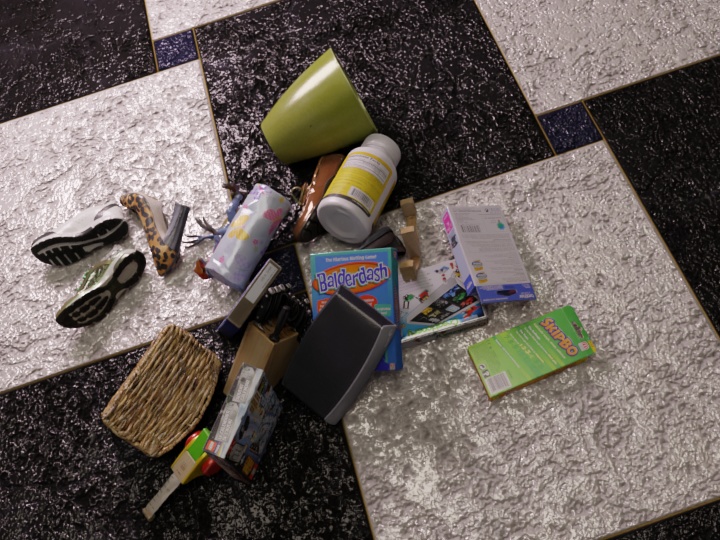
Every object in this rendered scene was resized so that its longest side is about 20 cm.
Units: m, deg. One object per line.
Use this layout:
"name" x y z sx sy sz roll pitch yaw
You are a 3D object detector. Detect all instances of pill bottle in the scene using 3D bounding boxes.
"pill bottle" 0.005 -0.161 1.315 0.109 0.112 0.202 18 58 17

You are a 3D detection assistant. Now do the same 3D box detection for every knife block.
"knife block" -0.162 0.124 1.159 0.064 0.177 0.200 35 72 23

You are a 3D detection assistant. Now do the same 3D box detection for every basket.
"basket" -0.338 0.213 1.204 0.142 0.149 0.202 37 69 -11

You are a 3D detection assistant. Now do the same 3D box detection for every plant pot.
"plant pot" -0.093 -0.305 1.387 0.197 0.187 0.190 -31 61 8

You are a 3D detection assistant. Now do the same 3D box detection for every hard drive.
"hard drive" -0.042 0.141 1.145 0.134 0.042 0.202 35 100 15

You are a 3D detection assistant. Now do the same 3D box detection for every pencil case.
"pencil case" -0.206 -0.061 1.293 0.082 0.091 0.203 23 79 29

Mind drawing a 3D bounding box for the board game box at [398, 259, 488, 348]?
"board game box" 0.115 0.060 1.232 0.195 0.035 0.129 -15 61 0

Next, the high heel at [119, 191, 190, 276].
"high heel" -0.430 -0.076 1.375 0.196 0.071 0.146 15 87 31

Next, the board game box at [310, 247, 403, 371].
"board game box" -0.007 0.069 1.182 0.148 0.045 0.206 -5 86 18

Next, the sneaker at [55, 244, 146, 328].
"sneaker" -0.506 0.027 1.330 0.088 0.078 0.200 29 64 35

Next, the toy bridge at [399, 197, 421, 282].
"toy bridge" 0.093 -0.050 1.269 0.027 0.068 0.202 -11 40 14

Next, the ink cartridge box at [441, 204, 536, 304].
"ink cartridge box" 0.227 -0.025 1.235 0.116 0.042 0.204 -3 57 -22

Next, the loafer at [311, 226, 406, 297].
"loafer" 0.000 0.000 1.263 0.199 0.072 0.063 -41 68 -16

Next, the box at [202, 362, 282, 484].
"box" -0.178 0.245 1.084 0.039 0.201 0.139 17 65 11

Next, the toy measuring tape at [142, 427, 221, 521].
"toy measuring tape" -0.279 0.332 1.146 0.073 0.073 0.201 41 97 25

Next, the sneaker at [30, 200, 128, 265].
"sneaker" -0.562 -0.076 1.391 0.196 0.075 0.081 -20 47 -8

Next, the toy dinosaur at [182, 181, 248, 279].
"toy dinosaur" -0.253 -0.071 1.329 0.194 0.105 0.187 5 81 -1

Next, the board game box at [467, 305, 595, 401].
"board game box" 0.289 0.137 1.171 0.196 0.030 0.097 -23 62 -1

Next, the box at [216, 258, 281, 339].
"box" -0.198 0.055 1.207 0.032 0.200 0.122 36 71 -8

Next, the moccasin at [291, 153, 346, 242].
"moccasin" -0.087 -0.144 1.347 0.076 0.074 0.205 10 67 23
